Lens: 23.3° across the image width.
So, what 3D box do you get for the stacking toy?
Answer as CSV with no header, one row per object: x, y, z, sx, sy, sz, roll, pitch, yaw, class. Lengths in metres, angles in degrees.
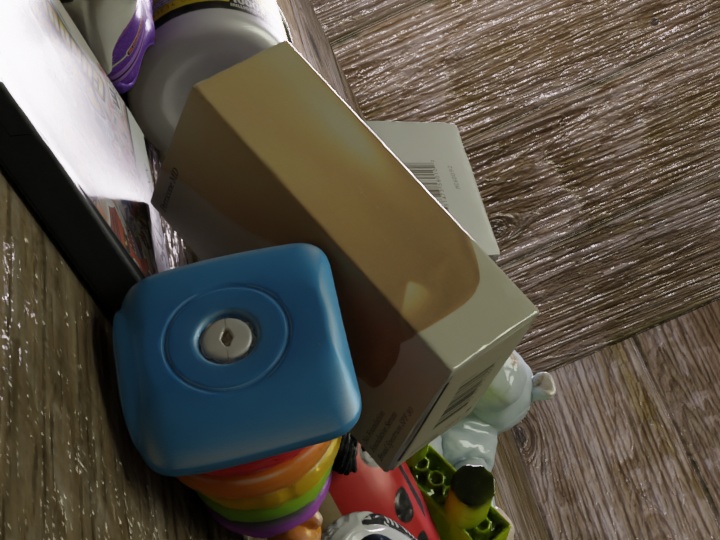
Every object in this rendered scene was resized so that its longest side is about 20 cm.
-0.049,0.090,0.878,0.201,0.109,0.117,78,-1,-53,stacking toy

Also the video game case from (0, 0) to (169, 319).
-0.151,-0.077,0.887,0.181,0.025,0.200,-107,172,-46,video game case

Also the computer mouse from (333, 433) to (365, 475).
-0.040,0.049,0.986,0.200,0.052,0.140,6,74,-63,computer mouse

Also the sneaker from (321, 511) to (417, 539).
0.054,0.210,1.051,0.114,0.075,0.200,18,-15,40,sneaker

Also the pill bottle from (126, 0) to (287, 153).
-0.112,-0.173,1.193,0.201,0.112,0.113,-107,172,-49,pill bottle

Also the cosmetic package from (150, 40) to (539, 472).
-0.013,-0.008,0.899,0.200,0.071,0.105,47,-38,17,cosmetic package

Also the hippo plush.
0.093,0.135,1.397,0.159,0.161,0.200,34,-11,32,hippo plush

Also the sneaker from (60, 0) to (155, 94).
-0.159,-0.171,1.063,0.200,0.080,0.084,-92,176,-56,sneaker

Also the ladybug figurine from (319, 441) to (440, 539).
0.000,0.154,1.139,0.136,0.072,0.201,-106,171,-51,ladybug figurine

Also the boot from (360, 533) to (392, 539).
0.002,0.192,0.906,0.200,0.090,0.073,54,14,-66,boot

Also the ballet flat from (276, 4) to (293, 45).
-0.083,-0.112,1.328,0.064,0.067,0.201,-127,-148,-71,ballet flat

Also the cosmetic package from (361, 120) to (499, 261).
0.000,0.000,1.158,0.200,0.084,0.108,-52,-133,50,cosmetic package

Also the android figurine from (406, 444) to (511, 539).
0.044,0.177,1.247,0.182,0.041,0.200,44,-29,19,android figurine
